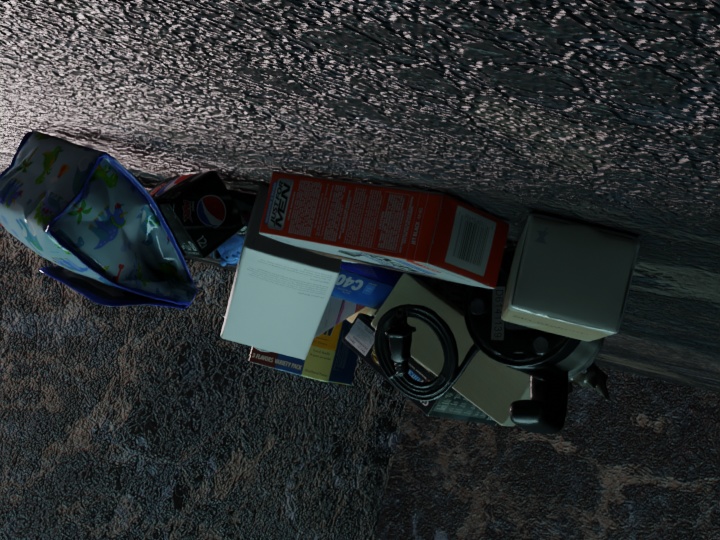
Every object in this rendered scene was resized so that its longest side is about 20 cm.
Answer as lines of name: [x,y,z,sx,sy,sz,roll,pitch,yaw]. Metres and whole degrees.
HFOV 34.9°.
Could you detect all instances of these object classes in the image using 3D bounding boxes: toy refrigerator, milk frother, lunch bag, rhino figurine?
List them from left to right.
lunch bag: [-0.285,-0.039,1.235,0.169,0.128,0.200,21,162,44]
toy refrigerator: [0.116,0.093,1.345,0.199,0.076,0.070,36,-175,22]
milk frother: [0.139,0.066,1.202,0.197,0.183,0.188,18,177,22]
rhino figurine: [0.218,0.076,1.319,0.087,0.060,0.201,3,-138,-54]

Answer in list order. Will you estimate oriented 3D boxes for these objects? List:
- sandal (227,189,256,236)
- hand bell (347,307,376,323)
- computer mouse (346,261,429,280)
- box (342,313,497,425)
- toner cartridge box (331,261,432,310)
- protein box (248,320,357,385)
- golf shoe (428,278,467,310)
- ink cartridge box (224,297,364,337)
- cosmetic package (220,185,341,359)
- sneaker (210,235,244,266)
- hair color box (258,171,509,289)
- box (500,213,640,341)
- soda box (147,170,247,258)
sandal: [-0.147,-0.064,1.338,0.075,0.049,0.199,18,175,-40]
hand bell: [-0.063,-0.013,1.608,0.199,0.105,0.104,29,168,-33]
computer mouse: [0.015,-0.024,1.352,0.197,0.045,0.110,15,177,-12]
box: [0.088,0.127,1.460,0.158,0.046,0.199,39,-169,31]
toner cartridge box: [0.000,0.000,1.429,0.198,0.043,0.096,18,-150,-37]
protein box: [-0.070,0.070,1.840,0.133,0.202,0.200,13,175,11]
golf shoe: [0.116,0.031,1.562,0.197,0.080,0.097,15,-178,6]
ink cartridge box: [-0.078,0.025,1.464,0.115,0.069,0.200,17,-161,20]
cosmetic package: [-0.085,0.008,1.256,0.106,0.086,0.201,15,148,-7]
sneaker: [-0.141,-0.038,1.496,0.065,0.080,0.199,19,173,-32]
hair color box: [0.019,-0.037,1.020,0.198,0.065,0.110,13,177,41]
box: [0.175,0.010,0.987,0.093,0.079,0.200,14,176,8]
soda box: [-0.192,-0.062,1.255,0.071,0.063,0.199,58,161,-15]
